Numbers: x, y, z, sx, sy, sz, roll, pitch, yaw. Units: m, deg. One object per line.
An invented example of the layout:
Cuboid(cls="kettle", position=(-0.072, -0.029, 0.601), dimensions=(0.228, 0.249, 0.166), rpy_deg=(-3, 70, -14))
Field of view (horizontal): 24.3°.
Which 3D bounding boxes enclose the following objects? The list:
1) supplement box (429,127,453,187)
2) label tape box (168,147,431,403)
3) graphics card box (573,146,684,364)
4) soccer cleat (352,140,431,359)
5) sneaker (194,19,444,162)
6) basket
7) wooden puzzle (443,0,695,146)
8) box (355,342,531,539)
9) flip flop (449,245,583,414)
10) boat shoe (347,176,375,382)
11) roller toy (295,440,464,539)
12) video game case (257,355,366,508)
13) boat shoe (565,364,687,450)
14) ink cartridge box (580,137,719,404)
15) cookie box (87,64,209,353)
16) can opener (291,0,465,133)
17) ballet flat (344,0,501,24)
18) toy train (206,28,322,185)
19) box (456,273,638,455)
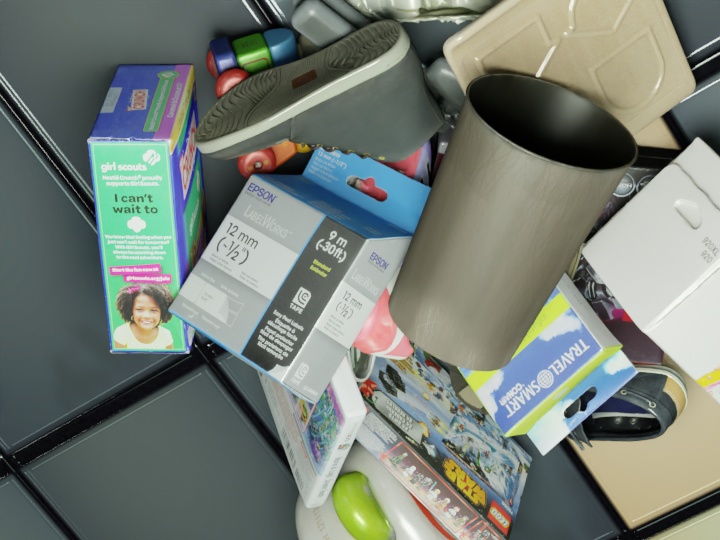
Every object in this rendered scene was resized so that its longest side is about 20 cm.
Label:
Cuboid(cls="supplement box", position=(0.104, -0.027, 1.505), dimensions=(0.108, 0.061, 0.202), rpy_deg=(11, 117, -2))
Cuboid(cls="label tape box", position=(-0.047, -0.014, 1.374), dimensions=(0.201, 0.143, 0.066), rpy_deg=(-60, 144, -2))
Cuboid(cls="graphics card box", position=(0.226, -0.014, 1.507), dimensions=(0.124, 0.051, 0.202), rpy_deg=(6, 117, 0))
Cuboid(cls="soccer cleat", position=(0.031, -0.023, 1.425), dimensions=(0.076, 0.202, 0.066), rpy_deg=(28, 157, -36))
Cuboid(cls="sneaker", position=(-0.032, -0.117, 1.380), dimensions=(0.198, 0.075, 0.107), rpy_deg=(-22, 128, 13))
Cuboid(cls="basket", position=(0.109, -0.033, 1.316), dimensions=(0.136, 0.180, 0.201), rpy_deg=(35, 117, 20))
Cuboid(cls="wooden puzzle", position=(0.171, -0.172, 1.380), dimensions=(0.185, 0.046, 0.201), rpy_deg=(-35, 130, -5))
Cuboid(cls="box", position=(0.070, 0.155, 1.547), dimensions=(0.200, 0.137, 0.040), rpy_deg=(45, 120, -10))
Cuboid(cls="flip flop", position=(0.145, 0.037, 1.470), dimensions=(0.081, 0.057, 0.202), rpy_deg=(29, 105, 27))
Cuboid(cls="boat shoe", position=(0.000, 0.000, 1.476), dimensions=(0.073, 0.067, 0.202), rpy_deg=(-9, 108, -38))
Cuboid(cls="roller toy", position=(0.035, 0.251, 1.588), dimensions=(0.200, 0.183, 0.140), rpy_deg=(43, 113, -14))
Cuboid(cls="video game case", position=(-0.054, 0.083, 1.477), dimensions=(0.023, 0.201, 0.183), rpy_deg=(-10, 151, -21))
Cuboid(cls="boat shoe", position=(0.204, 0.127, 1.556), dimensions=(0.198, 0.062, 0.075), rpy_deg=(-3, 126, 30))
Cuboid(cls="ink cartridge box", position=(0.317, 0.021, 1.421), dimensions=(0.145, 0.147, 0.200), rpy_deg=(-44, 122, 9))
Cuboid(cls="cookie box", position=(-0.180, -0.056, 1.454), dimensions=(0.074, 0.172, 0.202), rpy_deg=(-1, 118, 3))
Cuboid(cls="can opener", position=(0.029, -0.182, 1.413), dimensions=(0.199, 0.053, 0.066), rpy_deg=(30, 124, -25))
Cuboid(cls="ballet flat", position=(0.067, -0.238, 1.396), dimensions=(0.198, 0.072, 0.072), rpy_deg=(0, 118, 6))
Cuboid(cls="toy train", position=(-0.056, -0.118, 1.469), dimensions=(0.115, 0.085, 0.202), rpy_deg=(-17, 118, -3))
Cuboid(cls="box", position=(0.129, 0.043, 1.419), dimensions=(0.122, 0.048, 0.201), rpy_deg=(-44, 68, 24))
